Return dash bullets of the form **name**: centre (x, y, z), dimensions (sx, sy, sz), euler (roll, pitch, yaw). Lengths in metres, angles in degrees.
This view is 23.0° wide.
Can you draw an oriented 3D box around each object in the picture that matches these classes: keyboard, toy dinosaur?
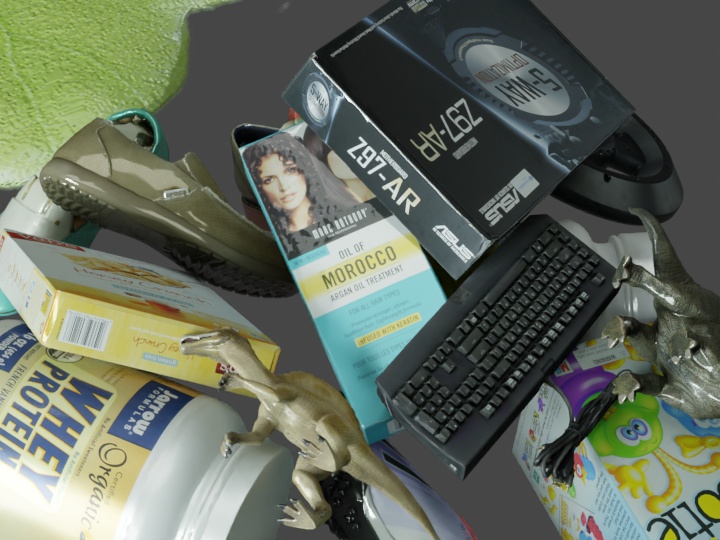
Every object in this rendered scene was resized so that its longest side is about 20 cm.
- **keyboard**: centre (0.105, 0.054, 1.063), dimensions (0.127, 0.021, 0.200), euler (42, 51, 3)
- **toy dinosaur**: centre (0.201, 0.045, 1.081), dimensions (0.102, 0.077, 0.200), euler (20, 27, -35)
- **toy dinosaur**: centre (-0.019, 0.097, 1.004), dimensions (0.200, 0.058, 0.101), euler (41, 26, -6)

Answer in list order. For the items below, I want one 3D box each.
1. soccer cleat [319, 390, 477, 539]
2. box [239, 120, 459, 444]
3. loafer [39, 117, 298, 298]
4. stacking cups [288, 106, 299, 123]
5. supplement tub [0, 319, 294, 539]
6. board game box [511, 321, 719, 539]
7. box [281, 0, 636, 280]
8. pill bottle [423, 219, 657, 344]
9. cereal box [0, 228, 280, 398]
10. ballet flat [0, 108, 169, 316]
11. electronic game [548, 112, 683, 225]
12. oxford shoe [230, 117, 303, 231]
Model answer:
- **soccer cleat**: centre (0.029, 0.158, 1.107), dimensions (0.073, 0.068, 0.200), euler (-4, 47, -31)
- **box**: centre (0.000, 0.000, 1.106), dimensions (0.082, 0.049, 0.200), euler (-24, 72, -4)
- **loafer**: centre (-0.119, -0.043, 1.216), dimensions (0.200, 0.076, 0.068), euler (27, 72, -18)
- **stacking cups**: centre (-0.007, -0.114, 1.267), dimensions (0.060, 0.200, 0.061), euler (0, 88, -13)
- **supplement tub**: centre (-0.154, 0.126, 1.057), dimensions (0.200, 0.145, 0.144), euler (20, 50, 13)
- **board game box**: centre (0.190, 0.145, 1.099), dimensions (0.103, 0.105, 0.200), euler (-15, 52, -19)
- **box**: centre (0.067, -0.107, 1.134), dimensions (0.160, 0.044, 0.200), euler (47, 46, 4)
- **pill bottle**: centre (0.100, 0.024, 1.181), dimensions (0.200, 0.111, 0.111), euler (-5, 49, -1)
- **cereal box**: centre (-0.148, 0.023, 1.119), dimensions (0.144, 0.040, 0.200), euler (15, 7, -23)
- **ballet flat**: centre (-0.209, -0.053, 1.260), dimensions (0.067, 0.070, 0.200), euler (26, 51, 21)
- **electronic game**: centre (0.151, -0.100, 1.313), dimensions (0.200, 0.042, 0.200), euler (23, 29, -14)
- **oxford shoe**: centre (-0.032, -0.065, 1.223), dimensions (0.071, 0.074, 0.200), euler (-37, 26, -30)
